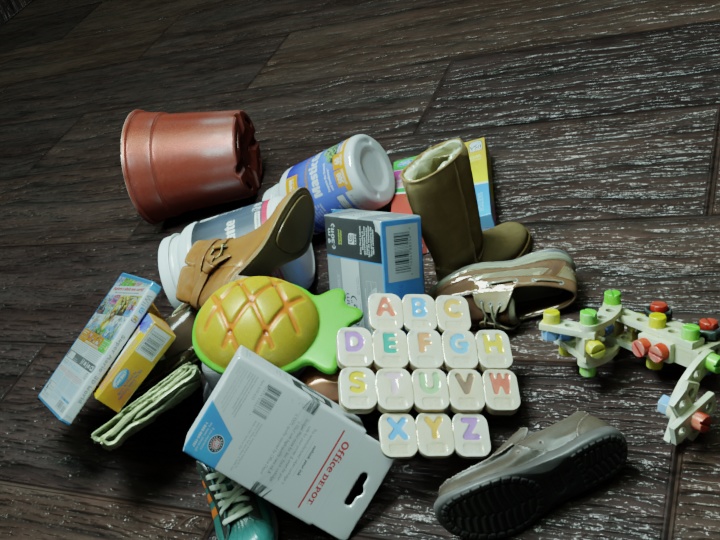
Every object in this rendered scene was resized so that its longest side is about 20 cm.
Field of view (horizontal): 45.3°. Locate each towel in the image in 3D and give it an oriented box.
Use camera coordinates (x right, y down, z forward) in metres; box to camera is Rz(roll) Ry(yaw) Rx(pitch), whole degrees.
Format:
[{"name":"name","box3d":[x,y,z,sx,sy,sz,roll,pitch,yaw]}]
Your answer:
[{"name":"towel","box3d":[-0.261,0.170,1.082,0.148,0.037,0.200,-36,1,-13]}]

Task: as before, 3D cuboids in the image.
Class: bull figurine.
[{"name":"bull figurine","box3d":[0.020,0.126,1.004,0.197,0.066,0.122,0,21,4]}]

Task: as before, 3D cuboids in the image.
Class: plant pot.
[{"name":"plant pot","box3d":[-0.285,-0.192,1.508,0.192,0.203,0.202,-5,39,11]}]

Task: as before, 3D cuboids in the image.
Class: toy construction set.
[{"name":"toy construction set","box3d":[0.293,0.086,0.890,0.130,0.093,0.200,-15,37,-30]}]

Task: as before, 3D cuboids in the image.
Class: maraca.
[{"name":"maraca","box3d":[-0.096,0.067,0.994,0.197,0.108,0.139,1,54,6]}]

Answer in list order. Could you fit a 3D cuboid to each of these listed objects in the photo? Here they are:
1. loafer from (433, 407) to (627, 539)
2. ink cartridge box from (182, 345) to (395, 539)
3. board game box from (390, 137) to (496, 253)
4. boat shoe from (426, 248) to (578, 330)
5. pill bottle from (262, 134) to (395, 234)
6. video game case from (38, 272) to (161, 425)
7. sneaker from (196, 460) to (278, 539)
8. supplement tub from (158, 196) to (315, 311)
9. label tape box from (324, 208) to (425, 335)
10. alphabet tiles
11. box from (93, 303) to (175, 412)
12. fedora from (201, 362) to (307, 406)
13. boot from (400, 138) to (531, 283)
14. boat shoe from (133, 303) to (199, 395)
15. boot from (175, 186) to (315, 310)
[{"name":"loafer","box3d":[0.163,0.200,0.855,0.197,0.074,0.071,-21,25,-3]},{"name":"ink cartridge box","box3d":[-0.074,0.184,0.920,0.117,0.199,0.067,-57,9,-1]},{"name":"board game box","box3d":[0.122,-0.109,1.278,0.151,0.041,0.201,-14,37,15]},{"name":"boat shoe","box3d":[0.169,0.034,1.047,0.197,0.076,0.072,-20,38,10]},{"name":"pill bottle","box3d":[-0.054,-0.120,1.314,0.198,0.112,0.113,-21,32,35]},{"name":"video game case","box3d":[-0.342,0.096,1.124,0.142,0.018,0.201,8,63,59]},{"name":"sneaker","box3d":[-0.148,0.240,0.967,0.071,0.081,0.201,-27,36,-4]},{"name":"supplement tub","box3d":[-0.177,-0.015,1.251,0.197,0.141,0.141,-16,37,12]},{"name":"label tape box","box3d":[0.000,0.000,1.086,0.065,0.146,0.199,-11,12,-33]},{"name":"alphabet tiles","box3d":[0.073,0.109,0.936,0.197,0.015,0.198,2,55,-8]},{"name":"box","box3d":[-0.315,0.094,1.145,0.120,0.041,0.200,-53,30,-4]},{"name":"fedora","box3d":[-0.123,0.117,1.097,0.197,0.091,0.178,-4,41,26]},{"name":"boot","box3d":[0.140,-0.074,1.082,0.066,0.202,0.175,19,49,42]},{"name":"boat shoe","box3d":[-0.257,0.104,1.172,0.202,0.075,0.075,-43,-6,8]},{"name":"boot","box3d":[-0.156,-0.030,1.140,0.153,0.074,0.202,7,58,38]}]
